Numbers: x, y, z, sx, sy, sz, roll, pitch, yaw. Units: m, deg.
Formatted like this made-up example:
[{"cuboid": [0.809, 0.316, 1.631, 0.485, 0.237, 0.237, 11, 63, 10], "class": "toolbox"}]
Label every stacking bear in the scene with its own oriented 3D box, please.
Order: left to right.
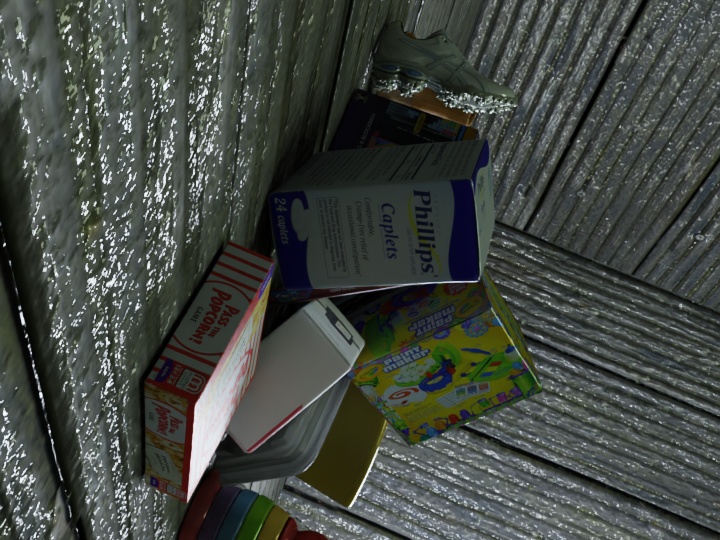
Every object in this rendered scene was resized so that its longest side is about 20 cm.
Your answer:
[{"cuboid": [-0.130, 0.358, 1.227, 0.114, 0.200, 0.122, 74, 39, -81], "class": "stacking bear"}]

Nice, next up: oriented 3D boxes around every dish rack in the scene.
[{"cuboid": [-0.109, 0.189, 1.190, 0.200, 0.044, 0.172, -20, -146, 43], "class": "dish rack"}]

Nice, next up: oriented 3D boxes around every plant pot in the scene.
[{"cuboid": [-0.036, 0.192, 1.390, 0.177, 0.200, 0.200, -57, -179, 26], "class": "plant pot"}]

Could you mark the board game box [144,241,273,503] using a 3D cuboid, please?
[{"cuboid": [-0.135, 0.094, 0.809, 0.200, 0.046, 0.152, 108, 6, -54], "class": "board game box"}]

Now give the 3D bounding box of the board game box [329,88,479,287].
[{"cuboid": [0.035, -0.103, 1.134, 0.057, 0.165, 0.200, 55, 57, -76], "class": "board game box"}]

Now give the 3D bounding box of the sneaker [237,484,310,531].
[{"cuboid": [-0.140, 0.377, 1.315, 0.085, 0.200, 0.075, -55, 157, -22], "class": "sneaker"}]

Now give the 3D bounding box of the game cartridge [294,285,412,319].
[{"cuboid": [0.000, 0.000, 1.211, 0.200, 0.041, 0.133, -28, -150, 8], "class": "game cartridge"}]

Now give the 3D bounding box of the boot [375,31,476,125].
[{"cuboid": [0.105, -0.265, 1.311, 0.201, 0.144, 0.071, -72, -176, -55], "class": "boot"}]

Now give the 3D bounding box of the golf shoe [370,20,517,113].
[{"cuboid": [0.115, -0.262, 1.183, 0.078, 0.200, 0.097, 171, -68, -74], "class": "golf shoe"}]

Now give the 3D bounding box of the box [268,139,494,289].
[{"cuboid": [0.031, -0.061, 0.949, 0.184, 0.200, 0.105, -59, 143, -66], "class": "box"}]

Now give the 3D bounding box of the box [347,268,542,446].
[{"cuboid": [0.103, 0.103, 1.210, 0.193, 0.200, 0.122, 54, 17, -42], "class": "box"}]

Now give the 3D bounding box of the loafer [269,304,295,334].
[{"cuboid": [-0.059, 0.047, 1.311, 0.200, 0.072, 0.063, -52, 152, -21], "class": "loafer"}]

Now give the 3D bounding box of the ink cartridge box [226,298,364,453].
[{"cuboid": [-0.079, 0.108, 1.029, 0.145, 0.084, 0.200, -40, 179, 5], "class": "ink cartridge box"}]

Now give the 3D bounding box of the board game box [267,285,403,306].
[{"cuboid": [-0.018, 0.017, 0.994, 0.103, 0.200, 0.019, -17, 98, -86], "class": "board game box"}]
